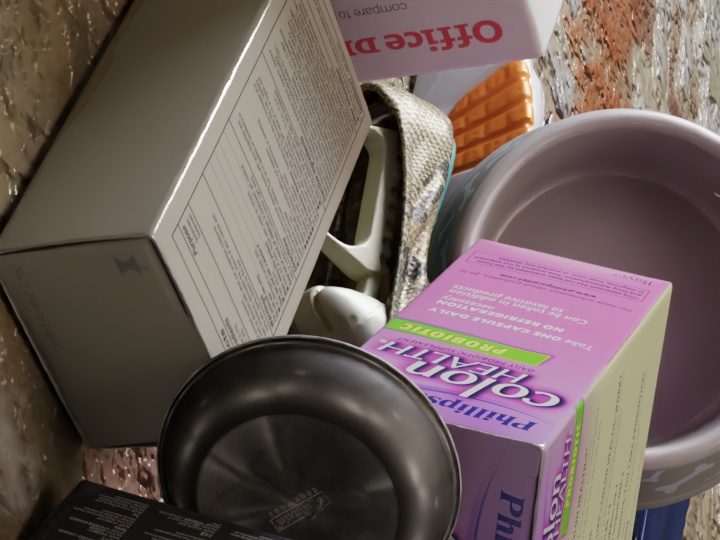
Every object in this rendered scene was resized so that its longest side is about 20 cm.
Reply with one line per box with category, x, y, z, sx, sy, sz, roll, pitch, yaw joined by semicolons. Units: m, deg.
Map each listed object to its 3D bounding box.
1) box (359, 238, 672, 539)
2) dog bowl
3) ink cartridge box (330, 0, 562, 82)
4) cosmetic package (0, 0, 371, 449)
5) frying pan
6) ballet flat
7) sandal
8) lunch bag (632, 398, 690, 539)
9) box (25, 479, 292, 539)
box;0.052;0.106;0.949;0.200;0.096;0.177;-42;141;-62
dog bowl;0.128;0.013;1.086;0.059;0.198;0.202;104;-13;-77
ink cartridge box;-0.004;-0.185;0.960;0.086;0.147;0.201;-67;144;-46
cosmetic package;-0.064;-0.035;0.886;0.201;0.073;0.104;-67;145;-47
frying pan;-0.012;0.112;0.826;0.031;0.114;0.191;-68;147;-64
ballet flat;0.000;0.000;1.051;0.075;0.068;0.201;30;56;-38
sandal;0.069;-0.087;1.199;0.059;0.079;0.208;53;37;-46
lunch bag;0.108;0.085;1.187;0.136;0.131;0.201;65;37;-61
box;-0.015;0.164;0.799;0.049;0.199;0.162;-47;132;-35
